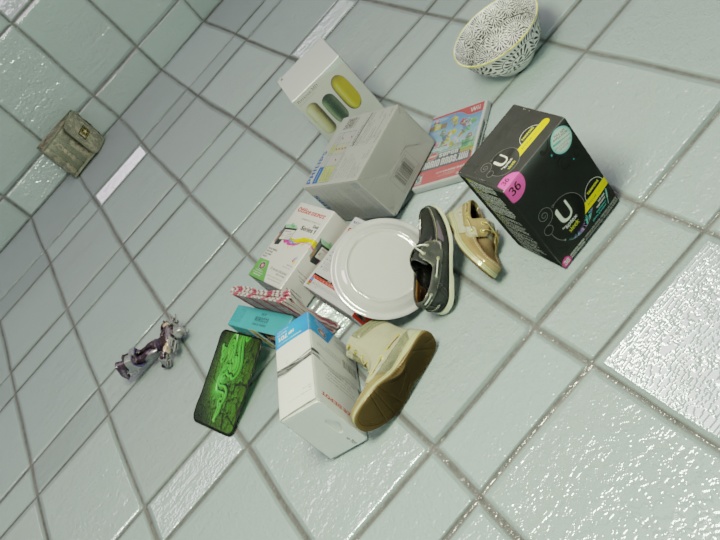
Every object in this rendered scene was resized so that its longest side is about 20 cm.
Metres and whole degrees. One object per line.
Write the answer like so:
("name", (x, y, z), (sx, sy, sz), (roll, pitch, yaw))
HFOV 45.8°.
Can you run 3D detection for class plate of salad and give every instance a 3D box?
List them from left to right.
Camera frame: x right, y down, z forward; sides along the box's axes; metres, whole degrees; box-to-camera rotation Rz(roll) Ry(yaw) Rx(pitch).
("plate of salad", (0.044, -0.001, 1.549), (0.197, 0.048, 0.203), (-1, 65, 2))

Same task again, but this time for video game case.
("video game case", (0.186, -0.253, 1.736), (0.142, 0.017, 0.202), (-12, 48, 41))

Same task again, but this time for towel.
("towel", (-0.149, 0.072, 1.667), (0.199, 0.146, 0.030), (6, 67, 50))

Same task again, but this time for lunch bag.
("lunch bag", (-1.069, -0.474, 3.168), (0.201, 0.164, 0.117), (-53, 34, -7))

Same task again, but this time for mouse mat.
("mouse mat", (-0.272, 0.224, 1.732), (0.160, 0.007, 0.202), (7, 75, 50))

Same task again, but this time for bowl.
("bowl", (0.298, -0.464, 1.753), (0.199, 0.094, 0.202), (-29, 38, 26))

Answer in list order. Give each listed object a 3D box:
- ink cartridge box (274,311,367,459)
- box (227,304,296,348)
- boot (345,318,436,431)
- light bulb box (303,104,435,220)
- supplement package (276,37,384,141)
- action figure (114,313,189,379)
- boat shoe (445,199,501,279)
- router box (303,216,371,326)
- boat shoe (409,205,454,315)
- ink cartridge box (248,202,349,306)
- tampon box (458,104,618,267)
("ink cartridge box", (-0.069, 0.196, 1.461), (0.085, 0.146, 0.201), (-31, 38, 19))
("box", (-0.177, 0.120, 1.708), (0.199, 0.082, 0.050), (7, 63, 50))
("boot", (0.021, 0.172, 1.454), (0.154, 0.072, 0.201), (16, 62, 51))
("light bulb box", (0.016, -0.221, 1.779), (0.199, 0.125, 0.200), (0, 56, 55))
("supplement package", (-0.063, -0.401, 1.987), (0.152, 0.200, 0.151), (-42, 35, 7))
("action figure", (-0.475, 0.179, 1.988), (0.199, 0.070, 0.131), (-30, 31, 18))
("boat shoe", (0.204, -0.062, 1.482), (0.066, 0.074, 0.201), (-43, 35, 15))
("router box", (0.000, 0.000, 1.663), (0.180, 0.049, 0.199), (-52, 35, -6))
("boat shoe", (0.120, -0.025, 1.488), (0.072, 0.067, 0.203), (-33, 52, 54))
("ink cartridge box", (-0.122, -0.035, 1.796), (0.144, 0.084, 0.201), (20, 71, 53))
("tampon box", (0.285, -0.134, 1.355), (0.150, 0.200, 0.126), (-50, 35, -4))
